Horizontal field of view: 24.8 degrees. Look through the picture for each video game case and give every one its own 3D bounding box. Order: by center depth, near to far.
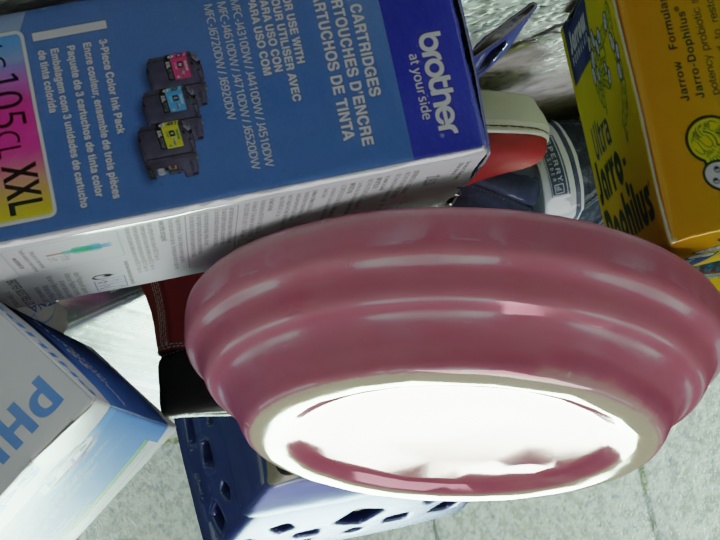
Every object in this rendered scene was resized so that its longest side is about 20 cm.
[{"bbox_3d":[-0.130,0.049,0.831,0.199,0.019,0.143,-22,156,31],"label":"video game case"}]

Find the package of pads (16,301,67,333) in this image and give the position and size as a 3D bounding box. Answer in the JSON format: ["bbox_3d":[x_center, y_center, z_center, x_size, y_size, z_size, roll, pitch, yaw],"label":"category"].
[{"bbox_3d":[-0.214,0.067,0.638,0.155,0.068,0.200,-50,173,21],"label":"package of pads"}]

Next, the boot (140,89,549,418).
[{"bbox_3d":[0.000,0.000,0.724,0.199,0.145,0.072,-12,172,-14],"label":"boot"}]

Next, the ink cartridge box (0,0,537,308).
[{"bbox_3d":[-0.037,-0.047,0.556,0.199,0.077,0.136,-10,173,-6],"label":"ink cartridge box"}]

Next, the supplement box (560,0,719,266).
[{"bbox_3d":[0.187,-0.073,0.600,0.199,0.110,0.109,-12,173,-1],"label":"supplement box"}]

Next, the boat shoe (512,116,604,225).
[{"bbox_3d":[0.120,-0.042,0.900,0.091,0.071,0.200,-14,174,-8],"label":"boat shoe"}]

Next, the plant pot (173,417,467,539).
[{"bbox_3d":[-0.022,0.077,1.118,0.199,0.201,0.180,-10,167,-14],"label":"plant pot"}]

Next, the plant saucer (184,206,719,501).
[{"bbox_3d":[0.034,0.041,0.600,0.200,0.051,0.201,1,155,1],"label":"plant saucer"}]

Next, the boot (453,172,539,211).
[{"bbox_3d":[-0.014,-0.030,0.808,0.199,0.091,0.073,16,-178,1],"label":"boot"}]

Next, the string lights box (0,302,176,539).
[{"bbox_3d":[-0.136,0.075,0.623,0.103,0.059,0.200,-47,173,-6],"label":"string lights box"}]

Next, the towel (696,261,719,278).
[{"bbox_3d":[0.095,0.022,0.930,0.199,0.022,0.147,-9,173,-21],"label":"towel"}]

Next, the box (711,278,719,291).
[{"bbox_3d":[0.428,0.057,1.684,0.112,0.201,0.101,-15,172,23],"label":"box"}]
